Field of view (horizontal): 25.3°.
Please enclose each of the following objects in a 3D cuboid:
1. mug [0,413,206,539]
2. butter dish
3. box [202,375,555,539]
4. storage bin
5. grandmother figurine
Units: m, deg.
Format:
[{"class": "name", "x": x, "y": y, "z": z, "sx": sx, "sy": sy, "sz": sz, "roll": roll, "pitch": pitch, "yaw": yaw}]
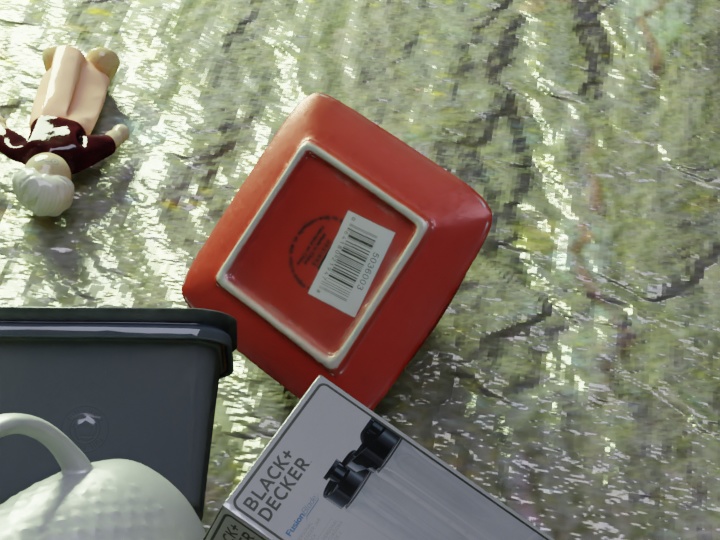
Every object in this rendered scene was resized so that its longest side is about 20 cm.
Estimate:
[{"class": "mug", "x": -0.191, "y": 0.181, "z": 0.969, "sx": 0.147, "sy": 0.201, "sz": 0.175, "roll": -5, "pitch": 29, "yaw": 45}, {"class": "butter dish", "x": 0.000, "y": 0.000, "z": 1.239, "sx": 0.199, "sy": 0.148, "sz": 0.201, "roll": 36, "pitch": 94, "yaw": 28}, {"class": "box", "x": 0.020, "y": 0.168, "z": 0.938, "sx": 0.200, "sy": 0.060, "sz": 0.117, "roll": 35, "pitch": 51, "yaw": 5}, {"class": "storage bin", "x": -0.188, "y": 0.109, "z": 1.125, "sx": 0.199, "sy": 0.146, "sz": 0.135, "roll": 2, "pitch": 72, "yaw": -3}, {"class": "grandmother figurine", "x": -0.264, "y": -0.120, "z": 1.388, "sx": 0.120, "sy": 0.061, "sz": 0.201, "roll": -4, "pitch": 42, "yaw": 4}]
